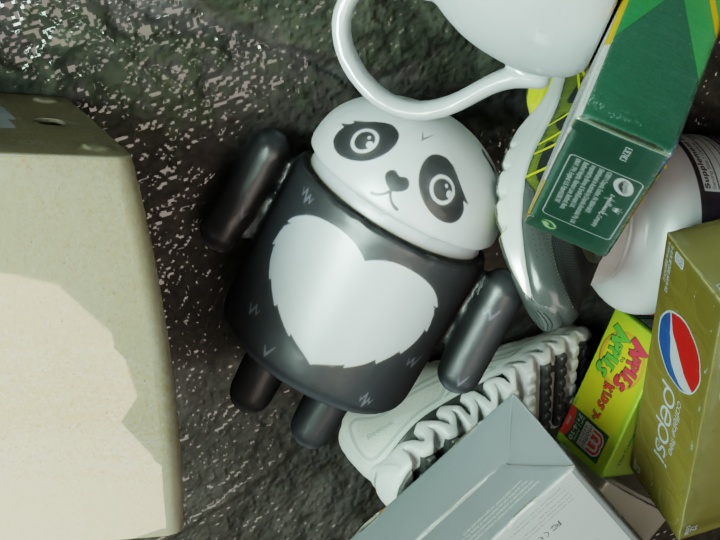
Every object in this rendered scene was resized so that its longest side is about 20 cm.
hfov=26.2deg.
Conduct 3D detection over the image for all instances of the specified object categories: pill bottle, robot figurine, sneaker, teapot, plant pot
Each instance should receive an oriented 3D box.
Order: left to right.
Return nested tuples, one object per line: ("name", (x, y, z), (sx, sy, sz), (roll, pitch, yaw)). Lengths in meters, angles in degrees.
("plant pot", (-0.199, 0.012, 0.757), (0.197, 0.200, 0.179), (0, 109, -25))
("robot figurine", (-0.001, 0.000, 0.875), (0.149, 0.125, 0.201), (16, 112, -37))
("sneaker", (0.072, 0.080, 0.996), (0.199, 0.081, 0.076), (-27, 133, -33))
("teapot", (0.077, -0.200, 0.780), (0.144, 0.202, 0.198), (22, 149, 3))
("sneaker", (0.129, -0.060, 0.858), (0.084, 0.202, 0.075), (-3, 147, 25))
("pill bottle", (0.214, -0.028, 0.969), (0.198, 0.113, 0.114), (1, 119, -25))

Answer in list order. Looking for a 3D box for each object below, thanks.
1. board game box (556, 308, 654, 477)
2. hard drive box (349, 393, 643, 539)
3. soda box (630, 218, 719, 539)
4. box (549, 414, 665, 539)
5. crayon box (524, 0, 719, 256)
("board game box", (0.231, 0.079, 1.054), (0.198, 0.048, 0.103), (1, 120, -42))
("hard drive box", (0.099, 0.197, 0.954), (0.156, 0.077, 0.200), (-41, 130, 1))
("soda box", (0.213, 0.066, 0.923), (0.063, 0.068, 0.202), (-14, 133, -14))
("box", (0.110, 0.204, 1.075), (0.077, 0.095, 0.201), (29, 105, -36))
("crayon box", (0.151, -0.123, 0.788), (0.051, 0.126, 0.202), (22, 69, 3))
